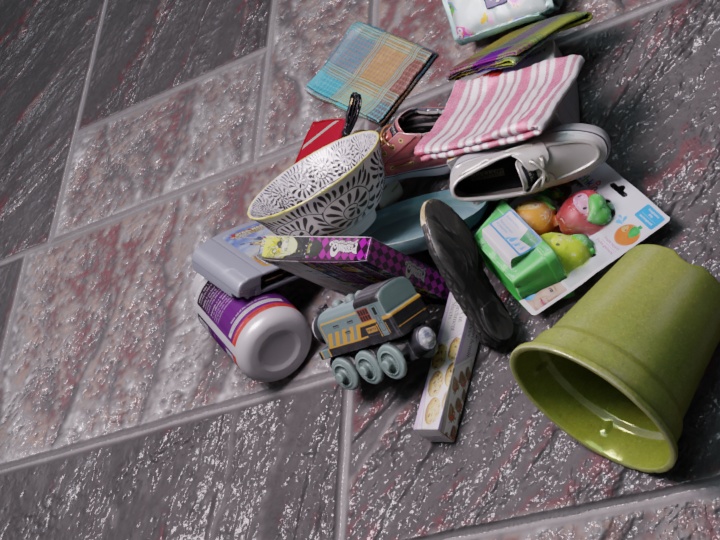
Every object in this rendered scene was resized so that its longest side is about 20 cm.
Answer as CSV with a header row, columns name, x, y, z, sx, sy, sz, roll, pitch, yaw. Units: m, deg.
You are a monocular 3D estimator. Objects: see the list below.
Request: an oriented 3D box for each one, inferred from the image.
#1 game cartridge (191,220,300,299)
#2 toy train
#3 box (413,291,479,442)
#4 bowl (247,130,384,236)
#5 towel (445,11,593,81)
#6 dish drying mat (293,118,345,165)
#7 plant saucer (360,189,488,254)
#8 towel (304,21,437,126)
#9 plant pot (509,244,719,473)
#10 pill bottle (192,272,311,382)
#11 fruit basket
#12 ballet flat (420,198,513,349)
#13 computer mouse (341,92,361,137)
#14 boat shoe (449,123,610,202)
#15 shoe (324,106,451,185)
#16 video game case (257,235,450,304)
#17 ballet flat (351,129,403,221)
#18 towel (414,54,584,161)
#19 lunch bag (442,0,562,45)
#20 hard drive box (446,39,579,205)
name,x,y,z,sx,sy,sz,roll,pitch,yaw
game cartridge,-0.127,-0.027,1.733,0.200,0.042,0.133,-23,42,-34
toy train,0.015,0.078,1.542,0.085,0.114,0.200,-30,6,-36
box,0.113,0.113,1.525,0.041,0.039,0.200,-4,58,39
bowl,-0.039,-0.089,1.620,0.200,0.094,0.201,-28,19,10
towel,0.212,-0.304,1.683,0.143,0.023,0.200,-33,13,-20
dish drying mat,-0.080,-0.144,1.883,0.077,0.018,0.200,3,62,39
plant saucer,0.075,-0.059,1.626,0.200,0.027,0.200,-16,16,5
towel,0.012,-0.310,1.928,0.147,0.022,0.200,-53,43,-5
plant pot,0.293,0.080,1.316,0.200,0.201,0.184,20,62,45
pill bottle,-0.158,0.062,1.726,0.112,0.112,0.200,-48,43,0
fruit basket,0.243,-0.055,1.508,0.200,0.094,0.185,-39,42,3
ballet flat,0.121,0.007,1.508,0.066,0.200,0.057,-24,-5,-29
computer mouse,-0.034,-0.159,1.783,0.059,0.034,0.201,-142,64,-76
boat shoe,0.202,-0.124,1.495,0.199,0.072,0.066,-8,26,15
shoe,0.039,-0.169,1.697,0.199,0.091,0.072,-10,49,0
video game case,0.000,0.000,1.581,0.181,0.200,0.036,2,75,40
ballet flat,0.024,-0.128,1.765,0.072,0.068,0.200,-13,47,12
towel,0.171,-0.204,1.545,0.200,0.030,0.147,-9,39,43
lunch bag,0.205,-0.433,1.794,0.170,0.122,0.201,-15,59,29
hard drive box,0.201,-0.194,1.612,0.156,0.077,0.200,-25,28,22
